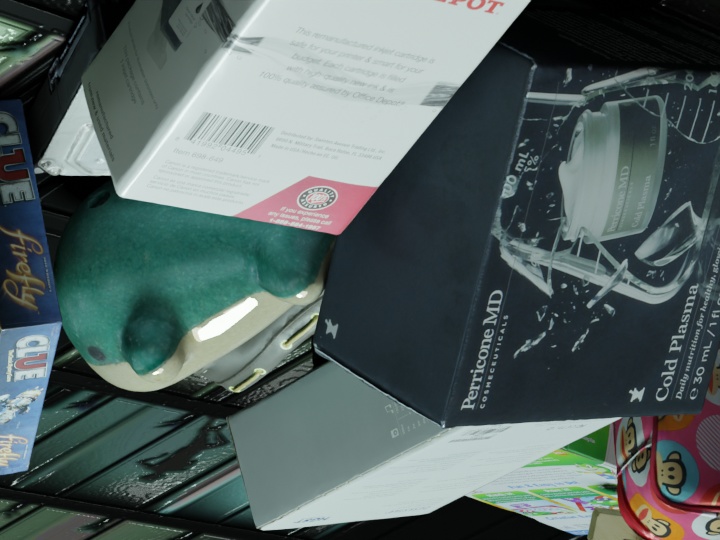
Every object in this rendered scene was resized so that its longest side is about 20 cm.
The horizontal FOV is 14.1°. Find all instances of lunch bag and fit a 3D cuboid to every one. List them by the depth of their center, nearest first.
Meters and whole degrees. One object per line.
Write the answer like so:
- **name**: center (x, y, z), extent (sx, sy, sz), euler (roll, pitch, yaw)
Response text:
- **lunch bag**: center (0.256, 0.087, 1.915), extent (0.175, 0.201, 0.082), euler (7, 150, -12)

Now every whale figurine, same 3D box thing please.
- **whale figurine**: center (-0.091, -0.010, 1.616), extent (0.199, 0.159, 0.104), euler (-14, 124, 47)

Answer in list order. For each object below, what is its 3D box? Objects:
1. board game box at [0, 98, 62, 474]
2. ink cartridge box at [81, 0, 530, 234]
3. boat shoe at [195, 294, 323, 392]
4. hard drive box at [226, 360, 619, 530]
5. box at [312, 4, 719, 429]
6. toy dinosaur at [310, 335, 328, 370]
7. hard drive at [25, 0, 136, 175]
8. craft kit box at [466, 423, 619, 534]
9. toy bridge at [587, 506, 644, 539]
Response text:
- **board game box**: center (-0.202, 0.014, 1.614), extent (0.034, 0.136, 0.200), euler (-6, 156, -15)
- **ink cartridge box**: center (-0.024, -0.120, 1.429), extent (0.145, 0.085, 0.200), euler (9, 136, -38)
- **boat shoe**: center (-0.031, 0.005, 1.695), extent (0.060, 0.072, 0.201), euler (36, 129, -26)
- **hard drive box**: center (0.044, 0.086, 1.761), extent (0.155, 0.077, 0.200), euler (-1, 158, -45)
- **box**: center (0.101, -0.032, 1.549), extent (0.196, 0.124, 0.201), euler (0, 111, -39)
- **toy dinosaur**: center (0.000, 0.000, 1.756), extent (0.077, 0.103, 0.200), euler (-3, 163, -40)
- **hard drive**: center (-0.067, -0.098, 1.563), extent (0.199, 0.038, 0.140), euler (0, 152, -25)
- **craft kit box**: center (0.146, 0.137, 2.032), extent (0.197, 0.049, 0.199), euler (19, 163, -35)
- **toy bridge**: center (0.199, 0.193, 1.886), extent (0.067, 0.027, 0.200), euler (9, -171, -9)
